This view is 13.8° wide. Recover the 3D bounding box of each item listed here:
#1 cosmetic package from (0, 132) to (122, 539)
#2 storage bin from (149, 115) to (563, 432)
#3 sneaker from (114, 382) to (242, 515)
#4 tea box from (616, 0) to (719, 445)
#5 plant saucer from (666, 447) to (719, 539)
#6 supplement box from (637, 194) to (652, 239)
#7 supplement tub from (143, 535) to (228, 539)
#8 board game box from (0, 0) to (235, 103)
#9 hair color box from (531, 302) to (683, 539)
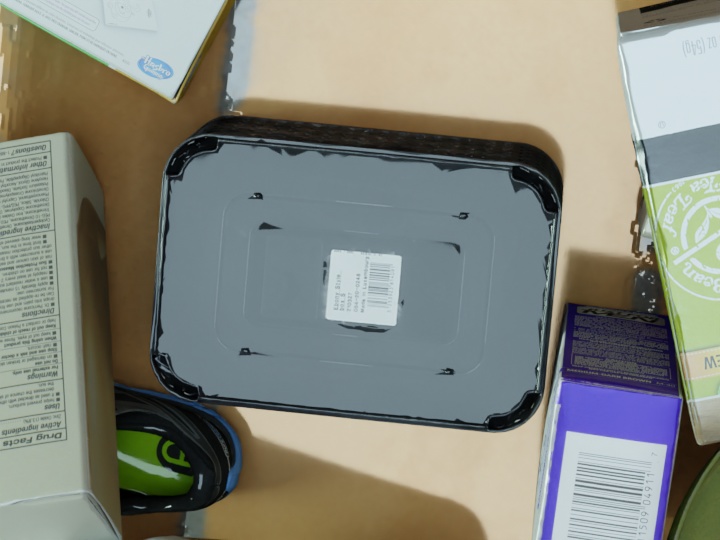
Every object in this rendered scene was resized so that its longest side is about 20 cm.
[{"bbox_3d":[-0.179,0.040,1.496,0.105,0.071,0.201,-8,64,8],"label":"cosmetic package"},{"bbox_3d":[0.000,0.000,1.515,0.199,0.094,0.136,6,99,4],"label":"storage bin"},{"bbox_3d":[-0.160,0.085,1.546,0.198,0.083,0.071,11,99,3],"label":"sneaker"},{"bbox_3d":[0.233,-0.042,1.393,0.199,0.134,0.198,-12,99,7],"label":"tea box"},{"bbox_3d":[0.211,0.161,1.448,0.199,0.031,0.201,-1,92,-37],"label":"plant saucer"},{"bbox_3d":[0.250,-0.055,1.495,0.199,0.074,0.127,16,100,2],"label":"supplement box"},{"bbox_3d":[-0.057,0.208,1.495,0.199,0.144,0.145,6,100,-23],"label":"supplement tub"},{"bbox_3d":[-0.110,-0.209,1.517,0.153,0.040,0.201,30,100,0],"label":"board game box"},{"bbox_3d":[0.120,0.089,1.464,0.064,0.200,0.110,9,100,5],"label":"hair color box"}]
